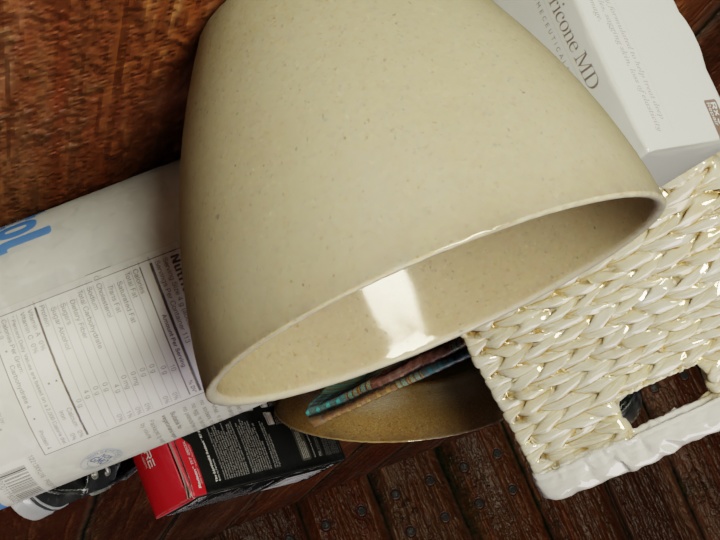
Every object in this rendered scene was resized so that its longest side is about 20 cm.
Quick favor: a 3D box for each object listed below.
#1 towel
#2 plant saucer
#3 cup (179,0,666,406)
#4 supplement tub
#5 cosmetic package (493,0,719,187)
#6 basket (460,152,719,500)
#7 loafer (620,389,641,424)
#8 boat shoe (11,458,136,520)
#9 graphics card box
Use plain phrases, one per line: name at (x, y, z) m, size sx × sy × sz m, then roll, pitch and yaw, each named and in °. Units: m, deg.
towel at (0.046, 0.047, 1.030) m, size 0.146 × 0.022 × 0.200 m, roll -27°, pitch -174°, yaw 20°
plant saucer at (0.030, 0.086, 1.119) m, size 0.199 × 0.036 × 0.200 m, roll -4°, pitch -167°, yaw 1°
cup at (0.006, -0.049, 0.586) m, size 0.200 × 0.144 × 0.200 m, roll -21°, pitch 168°, yaw -5°
supplement tub at (-0.133, 0.031, 0.705) m, size 0.199 × 0.132 × 0.132 m, roll -22°, pitch 168°, yaw -7°
cosmetic package at (0.078, -0.066, 0.724) m, size 0.081 × 0.113 × 0.200 m, roll -12°, pitch 162°, yaw -41°
basket at (0.167, 0.003, 0.889) m, size 0.198 × 0.161 × 0.200 m, roll -27°, pitch -161°, yaw 20°
loafer at (0.154, 0.068, 1.075) m, size 0.073 × 0.200 × 0.072 m, roll -42°, pitch 125°, yaw -1°
boat shoe at (-0.243, 0.167, 1.228) m, size 0.068 × 0.072 × 0.200 m, roll -23°, pitch 171°, yaw 13°
graphics card box at (-0.106, 0.118, 1.136) m, size 0.051 × 0.126 × 0.200 m, roll -33°, pitch 165°, yaw 32°
